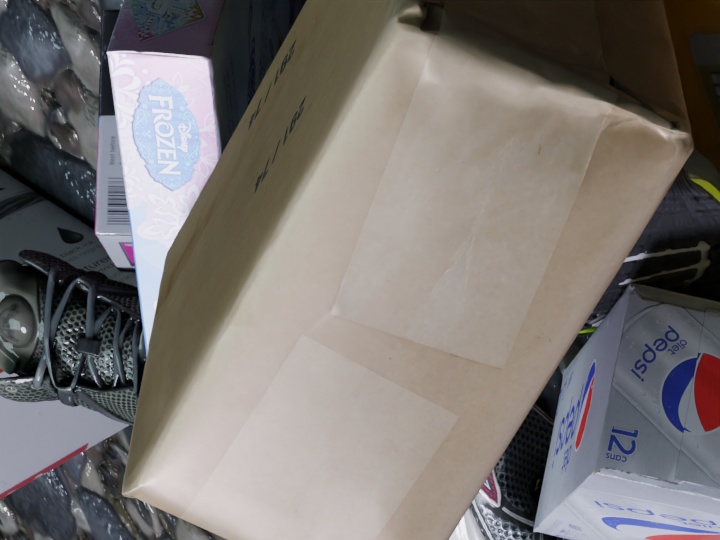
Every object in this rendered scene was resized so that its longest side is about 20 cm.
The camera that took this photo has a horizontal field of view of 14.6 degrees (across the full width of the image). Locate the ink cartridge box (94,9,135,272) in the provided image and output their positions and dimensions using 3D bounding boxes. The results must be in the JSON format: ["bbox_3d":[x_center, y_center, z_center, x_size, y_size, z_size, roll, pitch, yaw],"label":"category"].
[{"bbox_3d":[-0.094,-0.051,1.242,0.200,0.037,0.095,85,-174,-84],"label":"ink cartridge box"}]

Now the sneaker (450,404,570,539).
[{"bbox_3d":[0.107,0.122,1.155,0.200,0.081,0.075,50,141,-15],"label":"sneaker"}]

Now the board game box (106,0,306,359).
[{"bbox_3d":[-0.054,-0.068,1.128,0.043,0.199,0.200,3,132,7],"label":"board game box"}]

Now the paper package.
[{"bbox_3d":[0.015,-0.022,0.928,0.103,0.191,0.200,25,115,-11],"label":"paper package"}]

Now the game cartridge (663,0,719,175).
[{"bbox_3d":[0.183,-0.024,0.931,0.200,0.032,0.177,10,125,58],"label":"game cartridge"}]

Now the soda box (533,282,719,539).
[{"bbox_3d":[0.107,0.060,1.013,0.063,0.068,0.200,12,168,0],"label":"soda box"}]

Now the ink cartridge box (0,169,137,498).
[{"bbox_3d":[-0.214,0.026,1.515,0.200,0.147,0.083,31,140,42],"label":"ink cartridge box"}]

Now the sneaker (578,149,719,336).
[{"bbox_3d":[0.084,-0.023,1.013,0.200,0.074,0.081,130,129,-79],"label":"sneaker"}]

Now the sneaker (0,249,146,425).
[{"bbox_3d":[-0.107,0.039,1.264,0.199,0.114,0.076,-164,85,-68],"label":"sneaker"}]
